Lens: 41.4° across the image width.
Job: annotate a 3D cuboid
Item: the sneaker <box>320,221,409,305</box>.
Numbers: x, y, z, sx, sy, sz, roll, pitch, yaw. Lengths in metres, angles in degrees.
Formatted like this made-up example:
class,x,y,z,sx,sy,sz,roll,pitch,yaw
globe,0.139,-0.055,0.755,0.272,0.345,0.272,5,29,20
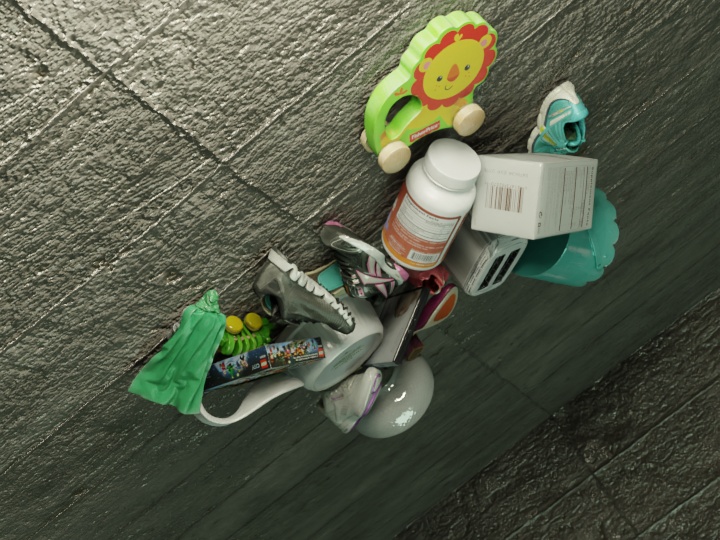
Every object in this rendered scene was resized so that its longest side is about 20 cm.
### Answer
class,x,y,z,sx,sy,sz,roll,pitch,yaw
sneaker,0.000,0.000,1.486,0.199,0.080,0.087,35,90,-45

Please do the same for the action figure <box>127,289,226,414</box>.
class,x,y,z,sx,sy,sz,roll,pitch,yaw
action figure,-0.257,0.114,1.430,0.117,0.055,0.201,19,113,-25

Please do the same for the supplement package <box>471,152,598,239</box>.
class,x,y,z,sx,sy,sz,roll,pitch,yaw
supplement package,0.277,-0.122,1.502,0.199,0.116,0.119,-10,107,-52

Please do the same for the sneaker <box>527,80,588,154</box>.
class,x,y,z,sx,sy,sz,roll,pitch,yaw
sneaker,0.330,-0.222,1.576,0.077,0.080,0.201,-29,155,-12

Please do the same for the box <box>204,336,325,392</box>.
class,x,y,z,sx,sy,sz,roll,pitch,yaw
box,-0.174,0.156,1.545,0.198,0.038,0.136,-21,170,36

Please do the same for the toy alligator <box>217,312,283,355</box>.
class,x,y,z,sx,sy,sz,roll,pitch,yaw
toy alligator,-0.173,0.107,1.542,0.199,0.055,0.059,-6,143,-47

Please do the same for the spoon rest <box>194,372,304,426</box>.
class,x,y,z,sx,sy,sz,roll,pitch,yaw
spoon rest,-0.182,0.211,1.548,0.198,0.061,0.099,-9,170,-33

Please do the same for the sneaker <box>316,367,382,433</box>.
class,x,y,z,sx,sy,sz,roll,pitch,yaw
sneaker,-0.026,0.229,1.746,0.075,0.099,0.201,-55,178,-40

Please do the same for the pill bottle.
class,x,y,z,sx,sy,sz,roll,pitch,yaw
pill bottle,0.111,-0.102,1.469,0.111,0.113,0.201,-18,150,-32

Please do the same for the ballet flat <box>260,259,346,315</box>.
class,x,y,z,sx,sy,sz,roll,pitch,yaw
ballet flat,-0.079,0.034,1.533,0.198,0.070,0.070,-21,152,-30

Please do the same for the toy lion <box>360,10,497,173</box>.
class,x,y,z,sx,sy,sz,roll,pitch,yaw
toy lion,0.093,-0.246,1.266,0.198,0.069,0.193,-28,147,-15

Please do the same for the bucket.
class,x,y,z,sx,sy,sz,roll,pitch,yaw
bucket,0.348,-0.073,1.724,0.134,0.208,0.208,5,135,-43

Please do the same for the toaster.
class,x,y,z,sx,sy,sz,roll,pitch,yaw
toaster,0.204,-0.048,1.662,0.113,0.130,0.201,-18,150,-31

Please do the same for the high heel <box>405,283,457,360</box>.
class,x,y,z,sx,sy,sz,roll,pitch,yaw
high heel,0.109,0.074,1.804,0.067,0.096,0.201,-8,141,-46

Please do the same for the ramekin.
class,x,y,z,sx,sy,sz,roll,pitch,yaw
ramekin,-0.048,0.123,1.655,0.201,0.094,0.203,-35,161,-14

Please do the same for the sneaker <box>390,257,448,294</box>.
class,x,y,z,sx,sy,sz,roll,pitch,yaw
sneaker,0.118,0.015,1.714,0.074,0.087,0.200,-40,155,12

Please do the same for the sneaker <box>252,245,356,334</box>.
class,x,y,z,sx,sy,sz,roll,pitch,yaw
sneaker,-0.091,0.052,1.450,0.091,0.066,0.200,-49,125,-2

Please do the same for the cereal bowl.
class,x,y,z,sx,sy,sz,roll,pitch,yaw
cereal bowl,0.041,0.221,1.872,0.199,0.201,0.084,-36,132,2

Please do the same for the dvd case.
class,x,y,z,sx,sy,sz,roll,pitch,yaw
dvd case,0.059,0.103,1.689,0.144,0.017,0.200,-67,-168,-13

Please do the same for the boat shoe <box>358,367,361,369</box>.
class,x,y,z,sx,sy,sz,roll,pitch,yaw
boat shoe,-0.021,0.160,1.817,0.198,0.073,0.065,-30,160,3
